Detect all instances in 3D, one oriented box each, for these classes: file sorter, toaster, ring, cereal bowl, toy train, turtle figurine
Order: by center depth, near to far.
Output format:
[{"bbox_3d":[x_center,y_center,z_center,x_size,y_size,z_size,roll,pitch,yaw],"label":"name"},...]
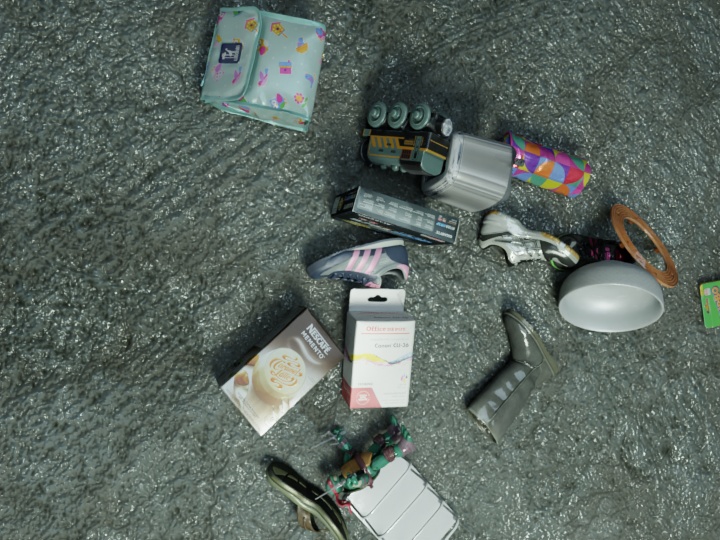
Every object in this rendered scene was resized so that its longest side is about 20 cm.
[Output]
[{"bbox_3d":[-0.004,0.339,1.236,0.197,0.150,0.103,-29,123,-13],"label":"turtle figurine"},{"bbox_3d":[0.076,-0.234,1.240,0.084,0.197,0.117,14,90,-46],"label":"toy train"},{"bbox_3d":[0.092,0.450,1.263,0.139,0.124,0.201,-44,101,-12],"label":"file sorter"},{"bbox_3d":[0.194,-0.179,1.263,0.126,0.199,0.117,12,84,-16],"label":"toaster"},{"bbox_3d":[0.488,0.041,1.365,0.196,0.200,0.085,20,59,-15],"label":"cereal bowl"},{"bbox_3d":[0.572,-0.049,1.413,0.198,0.019,0.204,28,40,-26],"label":"ring"}]

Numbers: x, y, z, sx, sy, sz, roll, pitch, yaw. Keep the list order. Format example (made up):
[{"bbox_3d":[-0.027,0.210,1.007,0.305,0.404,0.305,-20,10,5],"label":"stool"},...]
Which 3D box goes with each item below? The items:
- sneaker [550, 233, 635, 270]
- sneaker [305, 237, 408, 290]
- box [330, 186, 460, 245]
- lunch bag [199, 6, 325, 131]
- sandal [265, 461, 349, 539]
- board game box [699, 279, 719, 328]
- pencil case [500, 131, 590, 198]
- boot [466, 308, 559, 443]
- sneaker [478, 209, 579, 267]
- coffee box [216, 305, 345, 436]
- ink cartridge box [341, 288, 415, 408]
[{"bbox_3d":[0.471,-0.038,1.406,0.194,0.084,0.079,-2,89,-17],"label":"sneaker"},{"bbox_3d":[0.000,0.000,1.264,0.195,0.070,0.084,-14,82,-15],"label":"sneaker"},{"bbox_3d":[0.059,-0.093,1.242,0.195,0.159,0.047,16,86,-17],"label":"box"},{"bbox_3d":[-0.168,-0.350,1.199,0.194,0.122,0.175,12,88,-8],"label":"lunch bag"},{"bbox_3d":[-0.097,0.421,1.238,0.200,0.080,0.058,42,96,-6],"label":"sandal"},{"bbox_3d":[0.830,0.063,1.545,0.195,0.030,0.099,-9,91,-20],"label":"board game box"},{"bbox_3d":[0.358,-0.208,1.378,0.195,0.088,0.091,16,85,-18],"label":"pencil case"},{"bbox_3d":[0.278,0.205,1.359,0.199,0.073,0.183,-39,98,-7],"label":"boot"},{"bbox_3d":[0.323,-0.041,1.356,0.196,0.076,0.090,25,93,11],"label":"sneaker"},{"bbox_3d":[-0.140,0.171,1.218,0.199,0.080,0.115,-43,101,-13],"label":"coffee box"},{"bbox_3d":[0.032,0.139,1.257,0.113,0.067,0.206,0,102,-16],"label":"ink cartridge box"}]
